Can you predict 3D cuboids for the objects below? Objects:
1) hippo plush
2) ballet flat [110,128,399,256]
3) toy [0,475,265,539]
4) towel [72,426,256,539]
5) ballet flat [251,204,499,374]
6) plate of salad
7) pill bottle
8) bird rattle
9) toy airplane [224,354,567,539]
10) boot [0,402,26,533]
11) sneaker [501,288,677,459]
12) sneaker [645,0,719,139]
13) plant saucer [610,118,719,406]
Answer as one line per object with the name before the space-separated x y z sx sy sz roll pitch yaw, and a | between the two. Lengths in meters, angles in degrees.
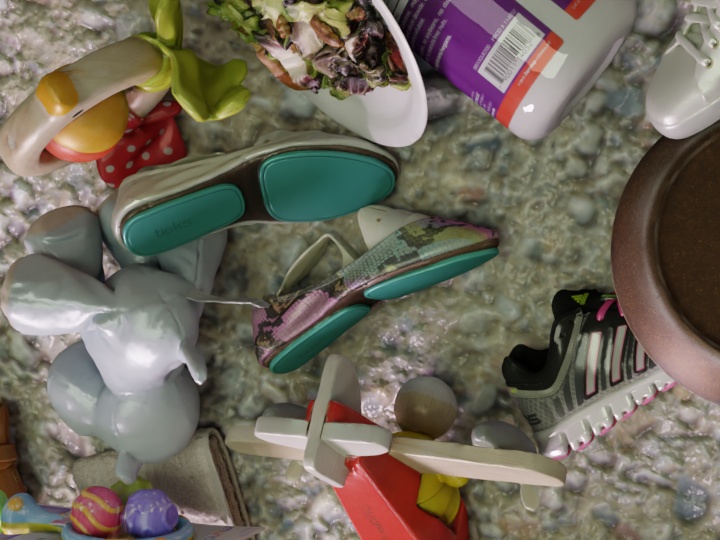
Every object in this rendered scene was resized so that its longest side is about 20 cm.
hippo plush | -0.148 0.049 1.191 0.199 0.160 0.162 20 136 21
ballet flat | -0.075 -0.064 1.141 0.198 0.069 0.070 -14 99 -6
toy | -0.181 0.173 1.193 0.198 0.115 0.048 -1 97 22
towel | -0.138 0.225 1.267 0.132 0.034 0.202 -14 97 23
ballet flat | 0.000 0.000 1.145 0.199 0.069 0.072 -30 72 25
plate of salad | -0.036 -0.152 1.062 0.048 0.200 0.200 -41 85 -19
pill bottle | 0.066 -0.181 1.041 0.200 0.112 0.113 40 114 8
bird rattle | -0.172 -0.115 1.108 0.200 0.162 0.113 -27 90 51
toy airplane | 0.019 0.121 1.121 0.199 0.142 0.199 31 145 -2
boot | -0.354 0.172 1.321 0.198 0.074 0.156 0 105 9
sneaker | 0.167 0.038 1.077 0.088 0.074 0.200 49 118 0
sneaker | 0.220 -0.174 0.989 0.084 0.073 0.201 25 109 -33
plant saucer | 0.250 -0.014 1.004 0.198 0.034 0.202 -2 79 9
